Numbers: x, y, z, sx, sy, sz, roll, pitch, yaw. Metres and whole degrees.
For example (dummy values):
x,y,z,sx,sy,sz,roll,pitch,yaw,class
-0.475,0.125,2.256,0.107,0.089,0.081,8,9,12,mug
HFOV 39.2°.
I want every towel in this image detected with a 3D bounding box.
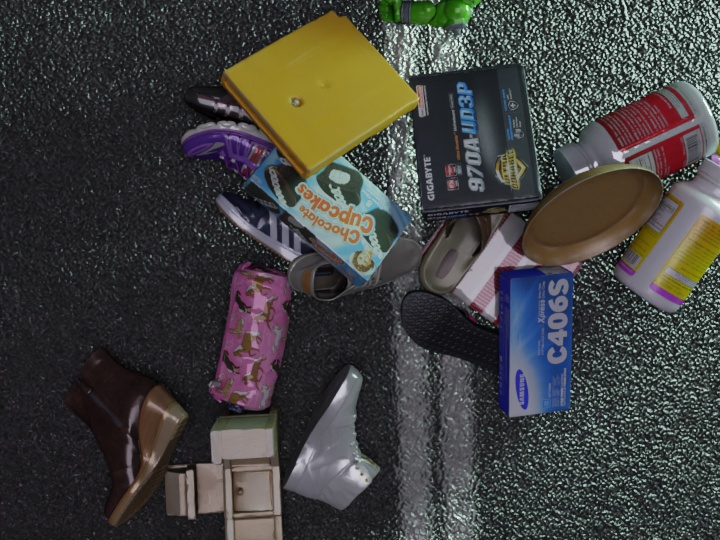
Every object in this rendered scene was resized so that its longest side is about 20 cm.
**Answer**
x,y,z,sx,sy,sz,roll,pitch,yaw,class
0.194,-0.009,1.425,0.200,0.023,0.144,36,94,-4,towel

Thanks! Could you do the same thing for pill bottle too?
x,y,z,sx,sy,sz,roll,pitch,yaw,class
0.442,-0.049,1.380,0.104,0.104,0.200,31,104,-6,pill bottle
0.372,-0.168,1.378,0.199,0.112,0.113,-25,96,-2,pill bottle

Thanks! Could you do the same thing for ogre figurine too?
x,y,z,sx,sy,sz,roll,pitch,yaw,class
0.120,-0.402,1.350,0.120,0.098,0.200,34,80,5,ogre figurine

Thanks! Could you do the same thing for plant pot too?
x,y,z,sx,sy,sz,roll,pitch,yaw,class
0.302,-0.077,1.338,0.199,0.200,0.028,-21,58,-2,plant pot

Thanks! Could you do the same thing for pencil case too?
x,y,z,sx,sy,sz,roll,pitch,yaw,class
-0.147,0.090,1.380,0.083,0.086,0.201,14,94,26,pencil case

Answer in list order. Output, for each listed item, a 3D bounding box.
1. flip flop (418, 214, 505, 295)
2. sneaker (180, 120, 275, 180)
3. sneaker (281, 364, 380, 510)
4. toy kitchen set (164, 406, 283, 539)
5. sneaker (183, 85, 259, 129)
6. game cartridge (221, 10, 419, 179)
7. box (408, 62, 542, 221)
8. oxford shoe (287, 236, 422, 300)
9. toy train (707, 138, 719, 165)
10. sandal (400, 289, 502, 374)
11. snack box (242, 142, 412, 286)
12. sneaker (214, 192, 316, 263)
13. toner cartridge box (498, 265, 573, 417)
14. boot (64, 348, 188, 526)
x,y,z,sx,sy,sz,roll,pitch,yaw,class
0.144,-0.057,1.378,0.081,0.058,0.200,30,92,-4,flip flop
-0.143,-0.146,1.351,0.199,0.081,0.084,11,77,-5,sneaker
-0.017,0.236,1.409,0.115,0.074,0.201,25,102,-7,sneaker
-0.189,0.296,1.342,0.162,0.180,0.201,-3,91,-3,toy kitchen set
-0.131,-0.250,1.364,0.199,0.076,0.116,12,86,-13,sneaker
-0.050,-0.233,1.315,0.200,0.032,0.176,-35,78,-27,game cartridge
0.151,-0.171,1.353,0.158,0.046,0.201,-5,73,4,box
0.000,0.000,1.356,0.199,0.058,0.075,-10,116,-27,oxford shoe
0.568,-0.153,1.425,0.150,0.056,0.200,34,95,-7,toy train
0.135,0.087,1.421,0.200,0.045,0.075,28,105,-20,sandal
-0.041,-0.087,1.310,0.200,0.037,0.116,41,63,-9,snack box
-0.091,-0.074,1.373,0.200,0.070,0.109,34,97,-13,sneaker
0.243,0.099,1.404,0.095,0.043,0.201,-5,105,-12,toner cartridge box
-0.340,0.228,1.387,0.166,0.072,0.200,31,97,16,boot
